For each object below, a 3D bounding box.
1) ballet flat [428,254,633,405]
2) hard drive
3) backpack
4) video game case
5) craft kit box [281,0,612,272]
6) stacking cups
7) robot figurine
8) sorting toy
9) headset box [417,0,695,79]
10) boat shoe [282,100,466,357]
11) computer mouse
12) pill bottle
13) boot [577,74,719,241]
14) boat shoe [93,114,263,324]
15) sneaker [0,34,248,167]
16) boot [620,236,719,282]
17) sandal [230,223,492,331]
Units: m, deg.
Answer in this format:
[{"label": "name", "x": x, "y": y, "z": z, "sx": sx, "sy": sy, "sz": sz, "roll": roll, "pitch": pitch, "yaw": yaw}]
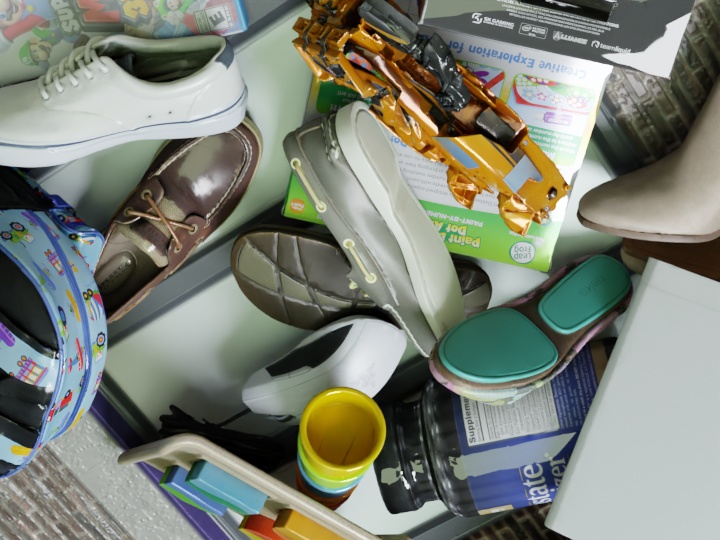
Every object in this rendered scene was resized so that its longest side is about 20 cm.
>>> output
[{"label": "ballet flat", "x": 0.117, "y": 0.052, "z": 0.960, "sx": 0.069, "sy": 0.200, "sz": 0.071, "roll": 45, "pitch": 139, "yaw": 19}, {"label": "hard drive", "x": 0.221, "y": 0.107, "z": 0.924, "sx": 0.132, "sy": 0.026, "sz": 0.201, "roll": 22, "pitch": 93, "yaw": 25}, {"label": "backpack", "x": -0.248, "y": 0.032, "z": 0.932, "sx": 0.200, "sy": 0.134, "sz": 0.183, "roll": 36, "pitch": 116, "yaw": 25}, {"label": "video game case", "x": -0.189, "y": -0.208, "z": 0.914, "sx": 0.199, "sy": 0.018, "sz": 0.144, "roll": -11, "pitch": 118, "yaw": 8}, {"label": "craft kit box", "x": 0.061, "y": -0.110, "z": 0.944, "sx": 0.199, "sy": 0.049, "sz": 0.198, "roll": 12, "pitch": 115, "yaw": -4}, {"label": "stacking cups", "x": -0.025, "y": 0.140, "z": 1.016, "sx": 0.060, "sy": 0.061, "sz": 0.200, "roll": 12, "pitch": 159, "yaw": -4}, {"label": "robot figurine", "x": 0.038, "y": -0.106, "z": 0.846, "sx": 0.200, "sy": 0.145, "sz": 0.058, "roll": 39, "pitch": 87, "yaw": -29}, {"label": "sorting toy", "x": -0.081, "y": 0.181, "z": 1.044, "sx": 0.199, "sy": 0.185, "sz": 0.037, "roll": 27, "pitch": 71, "yaw": -14}, {"label": "headset box", "x": 0.112, "y": -0.187, "z": 0.811, "sx": 0.148, "sy": 0.200, "sz": 0.077, "roll": 11, "pitch": 118, "yaw": -5}, {"label": "boat shoe", "x": 0.014, "y": -0.020, "z": 0.933, "sx": 0.060, "sy": 0.072, "sz": 0.202, "roll": -17, "pitch": 118, "yaw": 22}, {"label": "computer mouse", "x": -0.050, "y": 0.097, "z": 1.025, "sx": 0.200, "sy": 0.044, "sz": 0.110, "roll": -33, "pitch": 134, "yaw": 30}, {"label": "pill bottle", "x": 0.111, "y": 0.123, "z": 1.027, "sx": 0.199, "sy": 0.112, "sz": 0.112, "roll": -13, "pitch": 117, "yaw": 9}, {"label": "boot", "x": 0.251, "y": -0.098, "z": 0.916, "sx": 0.199, "sy": 0.070, "sz": 0.147, "roll": -4, "pitch": 125, "yaw": -11}, {"label": "boat shoe", "x": -0.143, "y": -0.030, "z": 0.976, "sx": 0.072, "sy": 0.072, "sz": 0.200, "roll": 41, "pitch": 112, "yaw": -18}, {"label": "sneaker", "x": -0.177, "y": -0.124, "z": 0.918, "sx": 0.199, "sy": 0.073, "sz": 0.071, "roll": -11, "pitch": 137, "yaw": -7}, {"label": "boot", "x": 0.284, "y": 0.047, "z": 1.010, "sx": 0.199, "sy": 0.070, "sz": 0.147, "roll": 8, "pitch": 127, "yaw": 7}, {"label": "sandal", "x": 0.000, "y": 0.000, "z": 1.003, "sx": 0.199, "sy": 0.055, "sz": 0.082, "roll": 4, "pitch": 125, "yaw": -16}]
